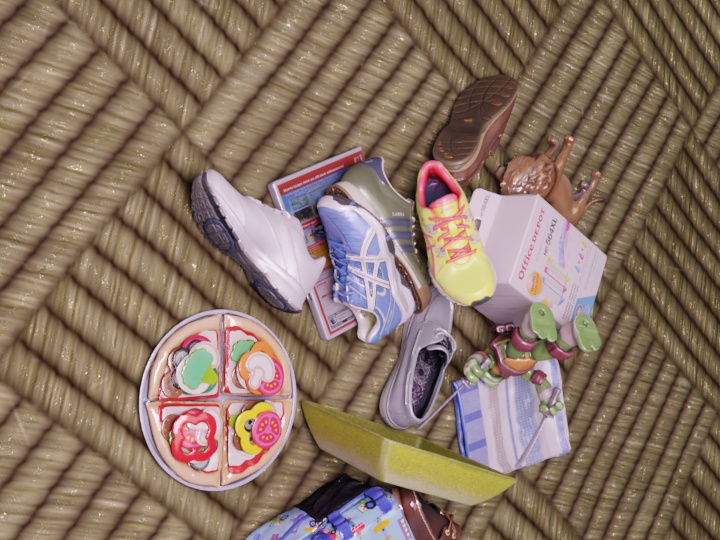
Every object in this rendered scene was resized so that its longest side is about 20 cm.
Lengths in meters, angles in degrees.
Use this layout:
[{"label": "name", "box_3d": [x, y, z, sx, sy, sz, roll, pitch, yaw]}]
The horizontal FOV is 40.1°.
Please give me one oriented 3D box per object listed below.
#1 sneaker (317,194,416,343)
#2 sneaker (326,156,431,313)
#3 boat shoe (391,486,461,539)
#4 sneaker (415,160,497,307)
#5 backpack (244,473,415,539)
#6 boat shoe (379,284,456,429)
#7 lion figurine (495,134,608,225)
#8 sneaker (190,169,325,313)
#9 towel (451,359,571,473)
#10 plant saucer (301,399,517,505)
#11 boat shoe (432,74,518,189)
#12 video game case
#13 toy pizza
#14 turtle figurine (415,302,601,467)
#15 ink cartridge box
[{"label": "sneaker", "box_3d": [0.000, 0.000, 1.163, 0.077, 0.075, 0.201, -45, 121, -27]}, {"label": "sneaker", "box_3d": [0.045, -0.050, 1.215, 0.090, 0.067, 0.201, -47, 114, -29]}, {"label": "boat shoe", "box_3d": [0.089, 0.323, 1.207, 0.071, 0.069, 0.201, -99, 171, -46]}, {"label": "sneaker", "box_3d": [0.107, -0.048, 1.202, 0.077, 0.091, 0.202, -20, 59, -2]}, {"label": "backpack", "box_3d": [-0.040, 0.353, 1.116, 0.198, 0.134, 0.185, -24, 100, -30]}, {"label": "boat shoe", "box_3d": [0.089, 0.107, 1.252, 0.070, 0.071, 0.203, 36, 62, -28]}, {"label": "lion figurine", "box_3d": [0.279, -0.111, 1.406, 0.199, 0.072, 0.124, 38, 74, -32]}, {"label": "sneaker", "box_3d": [-0.116, -0.043, 1.122, 0.087, 0.074, 0.201, -52, 124, -23]}, {"label": "towel", "box_3d": [0.213, 0.205, 1.368, 0.198, 0.024, 0.149, -9, 92, -35]}, {"label": "plant saucer", "box_3d": [0.046, 0.217, 1.147, 0.198, 0.199, 0.049, 23, 84, -32]}, {"label": "boat shoe", "box_3d": [0.156, -0.187, 1.332, 0.201, 0.071, 0.068, -56, 150, -32]}, {"label": "video game case", "box_3d": [-0.023, -0.035, 1.219, 0.142, 0.017, 0.203, -26, 102, -33]}, {"label": "toy pizza", "box_3d": [-0.152, 0.145, 1.108, 0.198, 0.032, 0.204, 2, 86, -35]}, {"label": "turtle figurine", "box_3d": [0.204, 0.138, 1.231, 0.143, 0.194, 0.200, 39, 49, 1]}, {"label": "ink cartridge box", "box_3d": [0.209, -0.008, 1.301, 0.199, 0.124, 0.130, 33, 69, -38]}]
